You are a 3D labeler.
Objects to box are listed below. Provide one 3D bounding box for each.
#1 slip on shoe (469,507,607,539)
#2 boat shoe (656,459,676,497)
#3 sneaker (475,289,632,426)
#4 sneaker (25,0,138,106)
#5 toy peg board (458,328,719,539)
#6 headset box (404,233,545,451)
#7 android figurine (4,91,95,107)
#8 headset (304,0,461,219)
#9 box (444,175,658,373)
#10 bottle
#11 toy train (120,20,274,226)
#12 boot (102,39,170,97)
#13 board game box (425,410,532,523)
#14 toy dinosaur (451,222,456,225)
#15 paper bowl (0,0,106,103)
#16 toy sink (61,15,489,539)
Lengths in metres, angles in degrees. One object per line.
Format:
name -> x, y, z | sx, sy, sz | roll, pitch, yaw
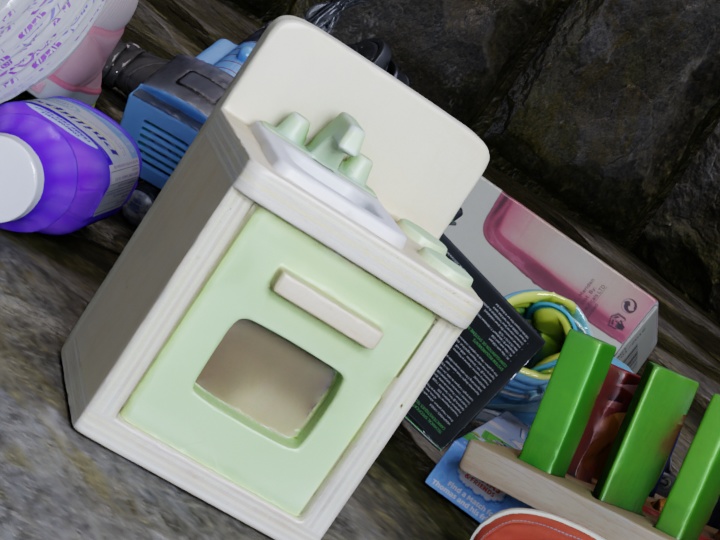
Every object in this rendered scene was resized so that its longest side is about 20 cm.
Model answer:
slip on shoe -> 0.116, 0.183, 0.922 | 0.061, 0.074, 0.200 | 19, 22, -50
boat shoe -> 0.201, 0.145, 1.446 | 0.073, 0.065, 0.200 | 27, 10, -31
sneaker -> 0.141, 0.068, 1.357 | 0.199, 0.080, 0.130 | 9, -21, -32
sneaker -> -0.187, -0.167, 1.292 | 0.075, 0.105, 0.200 | 33, 4, -7
toy peg board -> 0.196, 0.117, 1.104 | 0.199, 0.098, 0.199 | 25, 4, 33
headset box -> 0.000, 0.000, 1.201 | 0.174, 0.093, 0.200 | 46, -3, -15
android figurine -> -0.247, -0.134, 1.371 | 0.182, 0.041, 0.200 | 32, 9, -14
headset -> 0.017, -0.115, 1.305 | 0.200, 0.094, 0.124 | 55, 2, 36
box -> 0.135, 0.027, 1.604 | 0.200, 0.109, 0.128 | 37, -10, 17
bottle -> -0.183, -0.060, 1.122 | 0.083, 0.065, 0.200 | 32, 8, 2
toy train -> -0.099, -0.102, 1.351 | 0.086, 0.115, 0.200 | 32, 38, 10
boot -> -0.187, -0.178, 1.775 | 0.131, 0.070, 0.200 | 30, 4, 6
board game box -> 0.128, 0.153, 1.230 | 0.151, 0.037, 0.200 | 36, 8, 10
toy dinosaur -> -0.030, 0.009, 1.426 | 0.199, 0.105, 0.182 | -13, 47, -30
paper bowl -> -0.232, -0.181, 1.160 | 0.201, 0.201, 0.104 | 40, -6, 34
toy sink -> -0.029, 0.005, 0.899 | 0.130, 0.200, 0.112 | 32, 8, -19
